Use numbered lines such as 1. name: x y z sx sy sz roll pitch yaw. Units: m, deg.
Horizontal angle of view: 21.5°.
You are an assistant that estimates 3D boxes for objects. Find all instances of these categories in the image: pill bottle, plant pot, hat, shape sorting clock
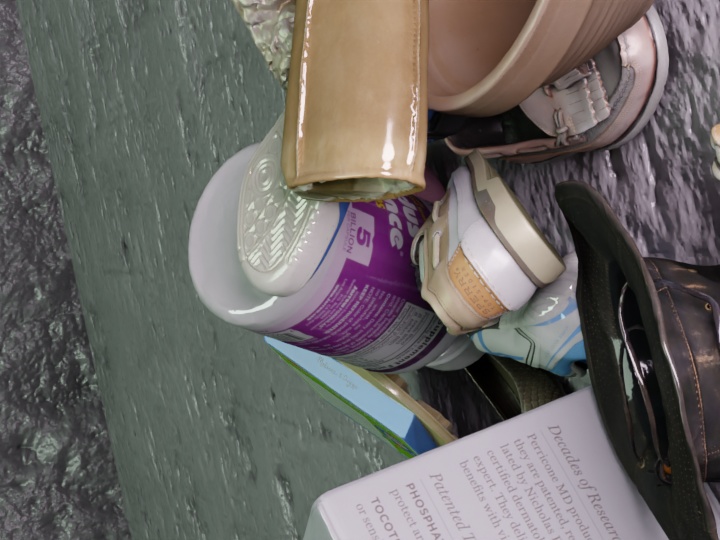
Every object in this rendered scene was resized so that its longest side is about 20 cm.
1. pill bottle: 0.000 0.000 1.145 0.112 0.199 0.113 -14 68 37
2. plant pot: 0.090 -0.168 0.905 0.201 0.092 0.203 -172 90 -66
3. hat: 0.158 0.038 0.887 0.201 0.080 0.202 162 90 -88
4. shape sorting clock: 0.011 0.089 1.348 0.199 0.039 0.200 37 173 5

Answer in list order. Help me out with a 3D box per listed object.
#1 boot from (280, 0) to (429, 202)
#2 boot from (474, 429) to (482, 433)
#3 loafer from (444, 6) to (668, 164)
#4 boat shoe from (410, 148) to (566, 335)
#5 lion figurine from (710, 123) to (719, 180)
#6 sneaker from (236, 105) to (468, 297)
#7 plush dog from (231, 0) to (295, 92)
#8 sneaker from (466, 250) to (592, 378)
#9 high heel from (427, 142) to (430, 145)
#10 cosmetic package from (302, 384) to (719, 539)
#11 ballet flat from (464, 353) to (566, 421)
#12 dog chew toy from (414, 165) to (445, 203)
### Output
1. boot: -0.021 -0.135 0.948 0.175 0.066 0.202 -8 77 62
2. boot: 0.073 0.224 1.248 0.201 0.072 0.167 -58 43 33
3. loafer: 0.101 -0.092 1.021 0.200 0.062 0.072 146 110 -72
4. boat shoe: 0.060 -0.014 1.018 0.075 0.068 0.200 51 -174 -3
5. lion figurine: 0.212 0.013 0.758 0.200 0.072 0.123 47 136 33
6. sneaker: 0.008 -0.073 1.026 0.076 0.111 0.202 7 80 47
7. plush dog: -0.012 -0.225 1.118 0.161 0.171 0.201 55 -170 -34
8. sneaker: 0.113 0.032 1.080 0.072 0.072 0.200 45 172 -4
9. high heel: 0.058 -0.178 1.157 0.143 0.071 0.200 -60 19 26
10. cosmetic package: 0.085 0.188 1.015 0.167 0.199 0.168 60 156 23
11. ballet flat: 0.090 0.072 1.208 0.200 0.046 0.068 -120 23 -45
12. dog chew toy: -0.001 -0.011 1.332 0.200 0.124 0.125 103 150 -70
